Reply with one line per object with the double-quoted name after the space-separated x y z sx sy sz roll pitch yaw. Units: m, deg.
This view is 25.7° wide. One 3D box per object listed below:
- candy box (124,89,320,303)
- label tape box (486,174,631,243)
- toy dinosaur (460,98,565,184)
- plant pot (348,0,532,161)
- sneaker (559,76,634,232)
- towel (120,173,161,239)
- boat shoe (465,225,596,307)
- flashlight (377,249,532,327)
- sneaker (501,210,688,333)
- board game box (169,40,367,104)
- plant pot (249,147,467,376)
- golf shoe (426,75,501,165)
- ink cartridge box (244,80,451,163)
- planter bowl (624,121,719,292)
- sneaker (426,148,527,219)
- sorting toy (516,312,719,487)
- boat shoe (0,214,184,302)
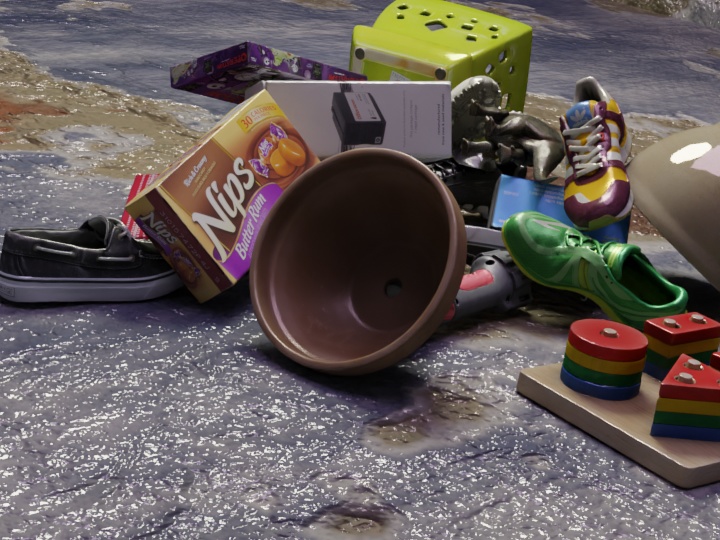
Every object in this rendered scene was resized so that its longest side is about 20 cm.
-0.121 -0.074 1.499 0.056 0.117 0.200 -28 14 41 "candy box"
0.213 -0.057 1.684 0.144 0.064 0.200 12 -1 2 "label tape box"
0.173 -0.140 1.684 0.102 0.077 0.200 -1 11 -26 "toy dinosaur"
0.089 -0.229 2.040 0.200 0.200 0.181 19 28 26 "plant pot"
0.232 -0.119 1.607 0.075 0.090 0.200 -19 29 19 "sneaker"
-0.143 -0.065 1.626 0.199 0.023 0.145 -3 29 3 "towel"
0.155 -0.008 1.614 0.199 0.057 0.069 12 0 9 "boat shoe"
0.088 0.017 1.504 0.068 0.068 0.200 18 22 34 "flashlight"
0.232 -0.008 1.529 0.200 0.084 0.074 30 54 7 "sneaker"
-0.099 -0.209 1.749 0.120 0.032 0.200 -6 -9 39 "board game box"
0.010 0.002 1.376 0.200 0.201 0.093 21 -8 32 "plant pot"
0.093 -0.173 1.851 0.078 0.200 0.097 8 50 -29 "golf shoe"
-0.016 -0.156 1.688 0.199 0.084 0.145 -1 2 -12 "ink cartridge box"
0.381 -0.075 1.657 0.200 0.135 0.200 43 13 -12 "planter bowl"
0.111 -0.108 1.807 0.200 0.091 0.067 2 38 -34 "sneaker"
0.274 0.096 1.348 0.198 0.070 0.200 -6 24 -38 "sorting toy"
-0.234 -0.014 1.435 0.200 0.071 0.072 -7 24 -41 "boat shoe"
